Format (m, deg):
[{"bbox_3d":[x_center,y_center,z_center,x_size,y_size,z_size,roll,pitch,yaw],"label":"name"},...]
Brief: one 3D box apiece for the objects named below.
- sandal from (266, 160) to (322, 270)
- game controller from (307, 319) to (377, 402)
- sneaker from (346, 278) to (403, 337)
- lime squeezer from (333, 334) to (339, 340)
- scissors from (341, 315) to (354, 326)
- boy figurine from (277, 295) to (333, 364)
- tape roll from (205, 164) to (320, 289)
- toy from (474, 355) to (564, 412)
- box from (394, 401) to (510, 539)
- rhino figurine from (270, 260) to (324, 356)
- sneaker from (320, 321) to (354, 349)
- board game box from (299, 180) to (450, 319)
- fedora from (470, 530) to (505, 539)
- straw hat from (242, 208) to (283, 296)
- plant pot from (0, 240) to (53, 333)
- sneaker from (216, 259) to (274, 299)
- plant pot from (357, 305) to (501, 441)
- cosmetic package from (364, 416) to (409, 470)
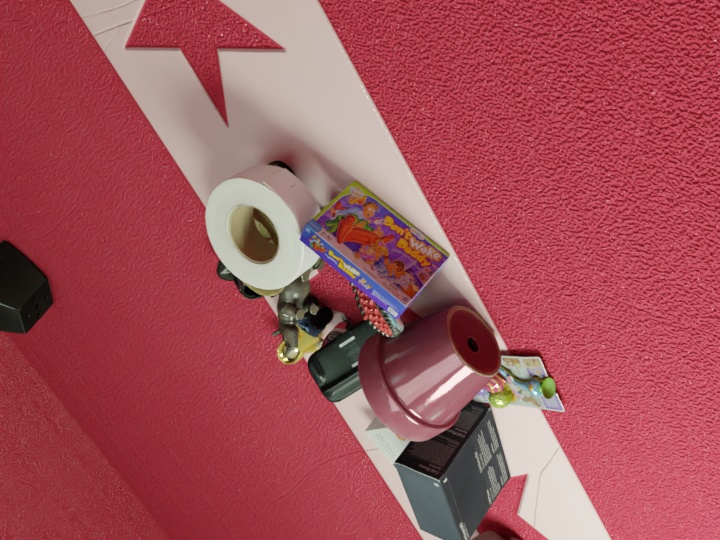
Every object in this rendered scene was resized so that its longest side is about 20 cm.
[{"bbox_3d":[-0.118,-0.094,1.433,0.057,0.080,0.201,-19,104,28],"label":"sandal"},{"bbox_3d":[-0.004,0.159,1.522,0.200,0.042,0.105,-34,77,15],"label":"game controller"},{"bbox_3d":[0.034,0.010,1.346,0.200,0.095,0.079,64,156,14],"label":"sneaker"},{"bbox_3d":[0.049,0.163,1.538,0.200,0.071,0.038,39,162,3],"label":"lime squeezer"},{"bbox_3d":[0.039,0.159,1.596,0.073,0.014,0.200,-15,113,54],"label":"scissors"},{"bbox_3d":[-0.124,0.125,1.681,0.124,0.064,0.200,40,142,2],"label":"boy figurine"},{"bbox_3d":[-0.160,-0.073,1.377,0.202,0.071,0.203,16,122,26],"label":"tape roll"},{"bbox_3d":[0.238,0.199,1.404,0.200,0.047,0.115,-6,120,47],"label":"toy"},{"bbox_3d":[0.174,0.368,1.522,0.104,0.182,0.200,11,134,38],"label":"box"},{"bbox_3d":[-0.125,0.065,1.553,0.087,0.060,0.201,20,102,48],"label":"rhino figurine"},{"bbox_3d":[0.009,0.192,1.583,0.200,0.075,0.081,40,146,7],"label":"sneaker"},{"bbox_3d":[0.023,-0.036,1.304,0.200,0.134,0.045,39,144,7],"label":"board game box"},{"bbox_3d":[0.272,0.624,1.737,0.090,0.177,0.200,49,169,52],"label":"fedora"},{"bbox_3d":[-0.172,-0.061,1.519,0.201,0.085,0.202,25,130,34],"label":"straw hat"},{"bbox_3d":[-1.030,0.071,2.438,0.177,0.200,0.200,26,142,7],"label":"plant pot"},{"bbox_3d":[-0.224,0.010,1.644,0.200,0.084,0.077,8,131,40],"label":"sneaker"},{"bbox_3d":[0.125,0.155,1.360,0.200,0.200,0.179,48,125,-5],"label":"plant pot"},{"bbox_3d":[0.121,0.384,1.709,0.200,0.052,0.151,52,142,-10],"label":"cosmetic package"}]
